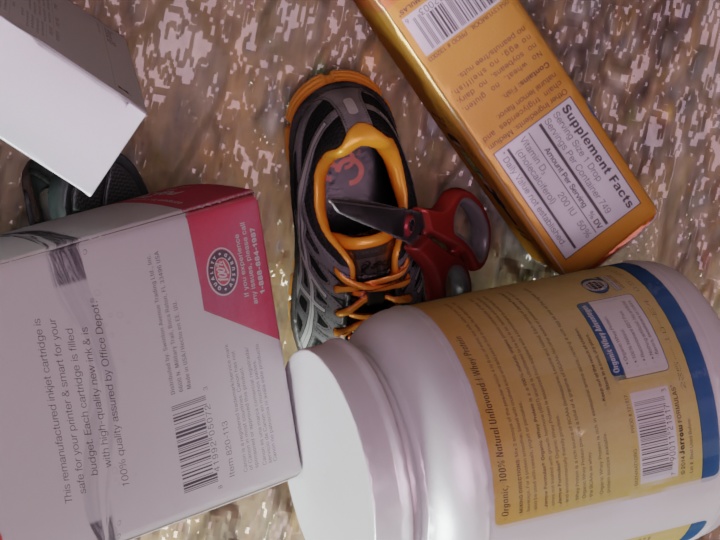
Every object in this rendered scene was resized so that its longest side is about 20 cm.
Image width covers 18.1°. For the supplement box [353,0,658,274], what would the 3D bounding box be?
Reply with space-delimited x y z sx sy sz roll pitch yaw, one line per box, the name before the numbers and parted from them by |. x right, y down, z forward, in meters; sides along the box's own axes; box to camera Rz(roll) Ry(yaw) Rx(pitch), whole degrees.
supplement box | 0.071 -0.092 1.167 0.069 0.067 0.200 -35 108 -3

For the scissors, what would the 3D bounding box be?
scissors | 0.026 -0.027 1.126 0.014 0.200 0.073 10 74 25

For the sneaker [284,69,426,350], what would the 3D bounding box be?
sneaker | 0.000 0.000 1.173 0.078 0.077 0.201 -14 108 -8

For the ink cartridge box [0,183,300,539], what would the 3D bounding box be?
ink cartridge box | -0.137 0.051 1.062 0.199 0.083 0.147 -17 104 -38

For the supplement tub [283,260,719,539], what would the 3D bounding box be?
supplement tub | 0.074 0.080 1.111 0.199 0.145 0.145 -10 106 -21

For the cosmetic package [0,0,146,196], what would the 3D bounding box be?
cosmetic package | -0.178 -0.114 1.049 0.150 0.200 0.052 31 98 -15

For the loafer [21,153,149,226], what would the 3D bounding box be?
loafer | -0.125 0.028 1.177 0.072 0.063 0.201 -28 114 -34
